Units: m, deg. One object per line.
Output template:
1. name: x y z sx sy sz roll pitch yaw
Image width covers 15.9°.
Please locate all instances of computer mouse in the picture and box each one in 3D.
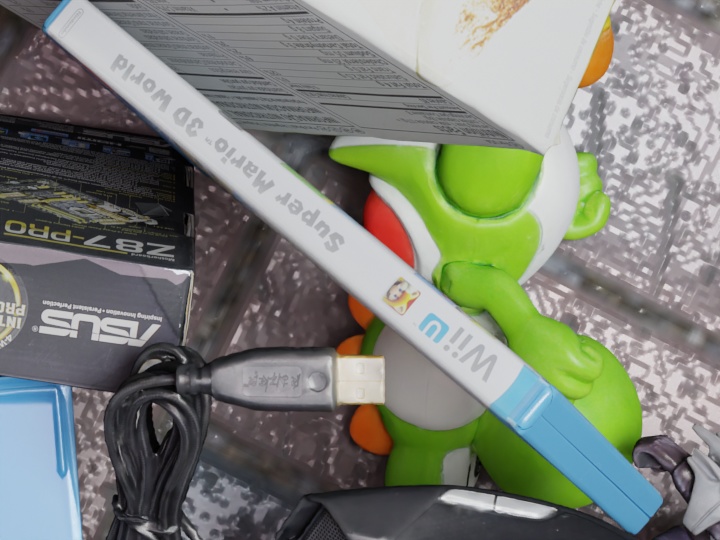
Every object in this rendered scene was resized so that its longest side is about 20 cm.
1. computer mouse: 0.017 0.071 0.773 0.198 0.046 0.141 8 133 7

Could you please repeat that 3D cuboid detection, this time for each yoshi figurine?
1. yoshi figurine: 0.061 0.000 0.881 0.112 0.112 0.201 -11 119 -37

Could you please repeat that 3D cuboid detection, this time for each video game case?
1. video game case: 0.000 0.000 0.785 0.200 0.143 0.018 40 88 25

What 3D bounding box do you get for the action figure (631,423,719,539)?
1. action figure: 0.092 0.107 0.873 0.199 0.131 0.070 -20 53 -16

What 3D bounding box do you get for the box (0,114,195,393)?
1. box: -0.153 -0.018 0.832 0.198 0.161 0.049 8 104 -7

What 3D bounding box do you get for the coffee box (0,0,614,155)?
1. coffee box: -0.029 -0.169 0.779 0.197 0.200 0.201 30 78 -32

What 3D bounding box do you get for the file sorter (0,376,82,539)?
1. file sorter: -0.158 0.135 0.856 0.138 0.123 0.202 -4 93 -6
